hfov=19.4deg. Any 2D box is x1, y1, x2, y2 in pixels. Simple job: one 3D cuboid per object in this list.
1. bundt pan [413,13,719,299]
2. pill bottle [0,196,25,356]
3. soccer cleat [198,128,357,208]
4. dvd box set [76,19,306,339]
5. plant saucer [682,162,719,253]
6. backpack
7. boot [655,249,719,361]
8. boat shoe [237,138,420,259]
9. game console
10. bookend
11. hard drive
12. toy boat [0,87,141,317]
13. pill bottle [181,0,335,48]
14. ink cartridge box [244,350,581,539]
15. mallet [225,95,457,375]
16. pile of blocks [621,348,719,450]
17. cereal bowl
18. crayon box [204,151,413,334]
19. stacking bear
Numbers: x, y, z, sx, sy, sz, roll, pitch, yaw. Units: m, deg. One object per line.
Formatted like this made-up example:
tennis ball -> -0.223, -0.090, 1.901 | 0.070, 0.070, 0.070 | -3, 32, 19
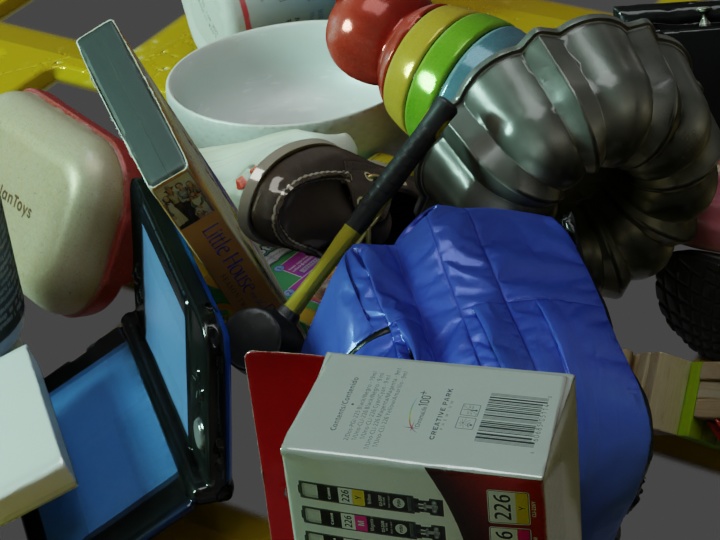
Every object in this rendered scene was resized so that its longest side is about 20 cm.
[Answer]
bundt pan -> 0.136, -0.053, 1.300 | 0.201, 0.203, 0.076 | -15, 45, -13
pill bottle -> -0.278, 0.000, 1.352 | 0.113, 0.201, 0.114 | -5, 34, 3
soccer cleat -> -0.074, -0.061, 1.462 | 0.077, 0.070, 0.200 | -30, 14, -29
dvd box set -> -0.099, -0.042, 1.289 | 0.029, 0.200, 0.147 | -31, 50, 0
plant saucer -> 0.289, -0.053, 1.410 | 0.199, 0.051, 0.201 | -1, 14, 0
backpack -> 0.062, 0.084, 1.190 | 0.167, 0.163, 0.200 | -2, 41, -23
boot -> 0.301, 0.020, 1.355 | 0.199, 0.070, 0.131 | 22, 33, 35
boat shoe -> -0.003, -0.035, 1.311 | 0.059, 0.072, 0.200 | 29, 11, 27
game console -> -0.155, 0.065, 1.269 | 0.118, 0.172, 0.200 | -9, 33, -16
bookend -> 0.285, -0.146, 1.506 | 0.198, 0.093, 0.199 | -3, 9, 6
hard drive -> -0.274, 0.132, 1.264 | 0.199, 0.026, 0.132 | -27, 36, -3
toy boat -> -0.200, -0.050, 1.512 | 0.130, 0.131, 0.200 | 6, 19, -43
pill bottle -> -0.043, -0.242, 1.759 | 0.199, 0.109, 0.109 | -20, 36, -20
ink cartridge box -> 0.021, 0.147, 1.075 | 0.174, 0.201, 0.084 | 5, 35, 16
mallet -> -0.007, -0.016, 1.245 | 0.041, 0.066, 0.200 | 38, 83, 14
pile of blocks -> 0.177, 0.086, 1.284 | 0.199, 0.082, 0.063 | 7, 77, 35
cereal bowl -> -0.044, -0.114, 1.582 | 0.199, 0.084, 0.200 | -5, 29, 3
crayon box -> 0.000, 0.000, 1.431 | 0.118, 0.059, 0.200 | 20, 42, 35
stacking bear -> 0.062, -0.137, 1.454 | 0.200, 0.122, 0.114 | 34, 70, 28
